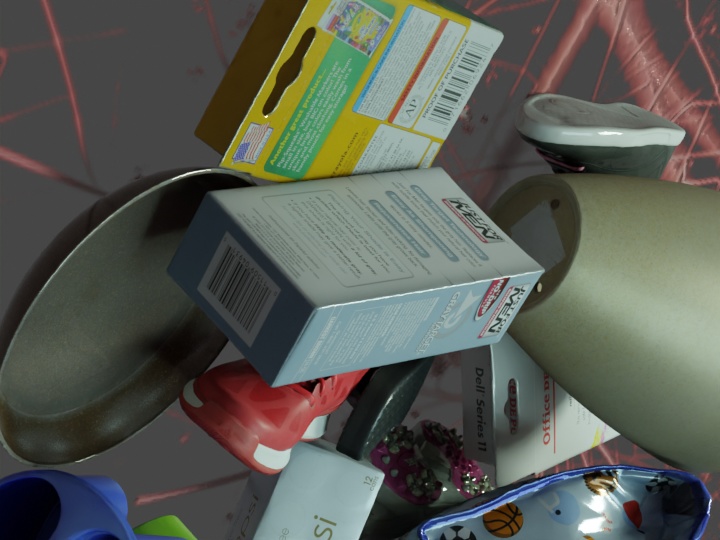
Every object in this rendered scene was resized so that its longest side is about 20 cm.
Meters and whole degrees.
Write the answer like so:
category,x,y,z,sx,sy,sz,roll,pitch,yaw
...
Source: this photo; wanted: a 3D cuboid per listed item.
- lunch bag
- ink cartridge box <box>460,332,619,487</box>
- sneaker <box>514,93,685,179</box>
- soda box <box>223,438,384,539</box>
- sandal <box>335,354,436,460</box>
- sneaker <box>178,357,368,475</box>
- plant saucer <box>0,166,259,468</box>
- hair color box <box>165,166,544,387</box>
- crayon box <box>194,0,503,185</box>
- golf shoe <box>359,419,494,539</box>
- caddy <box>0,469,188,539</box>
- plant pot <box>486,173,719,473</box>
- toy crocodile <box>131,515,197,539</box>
category,x,y,z,sx,sy,sz,roll,pitch,yaw
lunch bag,0.126,0.199,1.614,0.199,0.124,0.170,-22,173,-19
ink cartridge box,0.131,0.070,1.692,0.200,0.067,0.118,-18,112,-46
sneaker,0.151,-0.062,1.615,0.200,0.071,0.099,-1,116,-60
soda box,-0.059,0.204,1.532,0.068,0.064,0.201,23,90,-17
sandal,0.014,0.067,1.545,0.076,0.048,0.200,-63,172,13
sneaker,-0.033,0.046,1.394,0.116,0.078,0.200,-52,176,11
plant saucer,-0.132,0.020,1.320,0.200,0.032,0.201,-38,152,-24
hair color box,0.000,0.000,1.338,0.200,0.099,0.061,-9,137,-48
crayon box,-0.012,-0.109,1.353,0.200,0.052,0.126,11,111,-59
golf shoe,0.027,0.153,1.675,0.091,0.075,0.200,-35,159,18
caddy,-0.177,0.206,1.345,0.105,0.141,0.200,1,119,-59
plant pot,0.174,0.014,1.542,0.200,0.187,0.188,24,101,-39
toy crocodile,-0.143,0.233,1.495,0.062,0.067,0.201,-26,140,-39
